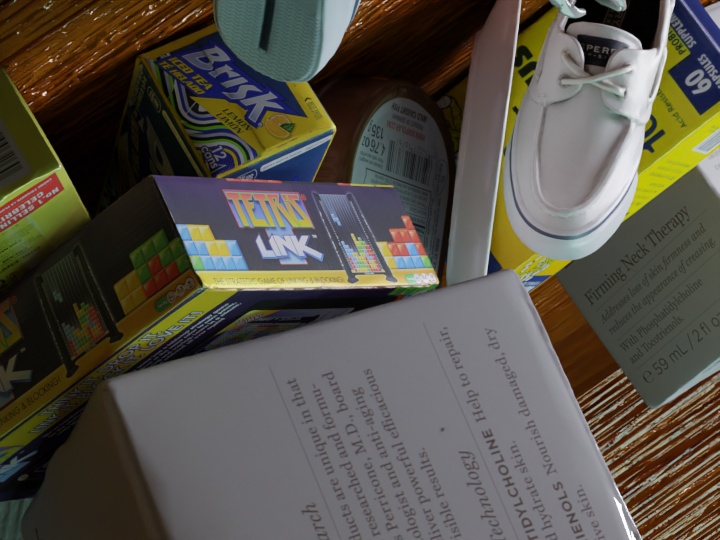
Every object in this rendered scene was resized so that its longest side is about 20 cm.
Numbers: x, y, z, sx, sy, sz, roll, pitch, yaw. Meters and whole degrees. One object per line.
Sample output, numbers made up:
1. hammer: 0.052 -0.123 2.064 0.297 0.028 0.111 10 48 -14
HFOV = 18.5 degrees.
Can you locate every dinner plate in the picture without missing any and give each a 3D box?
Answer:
1. dinner plate: 0.063 -0.057 1.145 0.024 0.201 0.200 7 168 5

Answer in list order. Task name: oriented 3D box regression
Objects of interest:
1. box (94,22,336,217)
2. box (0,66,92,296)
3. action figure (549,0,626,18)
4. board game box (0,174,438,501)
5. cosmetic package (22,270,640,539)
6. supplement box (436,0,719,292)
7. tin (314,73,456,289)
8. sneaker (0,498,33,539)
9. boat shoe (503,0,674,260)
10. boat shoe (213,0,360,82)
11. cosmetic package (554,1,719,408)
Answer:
1. box: -0.072 -0.036 1.009 0.064 0.070 0.200 -26 165 -21
2. box: -0.150 -0.018 0.916 0.075 0.050 0.200 -32 168 -7
3. action figure: 0.104 -0.167 0.926 0.119 0.102 0.200 -48 165 6
4. board game box: -0.091 0.032 0.962 0.200 0.057 0.165 -35 159 31
5. cosmetic package: -0.014 0.126 0.943 0.199 0.167 0.167 -15 161 -26
6. supplement box: 0.125 -0.083 1.287 0.200 0.109 0.109 -39 168 15
7. tin: 0.000 0.000 1.116 0.042 0.201 0.112 5 174 37
8. sneaker: -0.120 0.133 1.166 0.200 0.076 0.105 -31 160 13
9. boat shoe: 0.124 -0.102 1.139 0.066 0.072 0.200 85 26 -61
10. boat shoe: -0.015 -0.146 0.791 0.067 0.073 0.200 -60 180 -27
11. cosmetic package: 0.232 -0.049 1.497 0.166 0.200 0.167 -25 165 -39
